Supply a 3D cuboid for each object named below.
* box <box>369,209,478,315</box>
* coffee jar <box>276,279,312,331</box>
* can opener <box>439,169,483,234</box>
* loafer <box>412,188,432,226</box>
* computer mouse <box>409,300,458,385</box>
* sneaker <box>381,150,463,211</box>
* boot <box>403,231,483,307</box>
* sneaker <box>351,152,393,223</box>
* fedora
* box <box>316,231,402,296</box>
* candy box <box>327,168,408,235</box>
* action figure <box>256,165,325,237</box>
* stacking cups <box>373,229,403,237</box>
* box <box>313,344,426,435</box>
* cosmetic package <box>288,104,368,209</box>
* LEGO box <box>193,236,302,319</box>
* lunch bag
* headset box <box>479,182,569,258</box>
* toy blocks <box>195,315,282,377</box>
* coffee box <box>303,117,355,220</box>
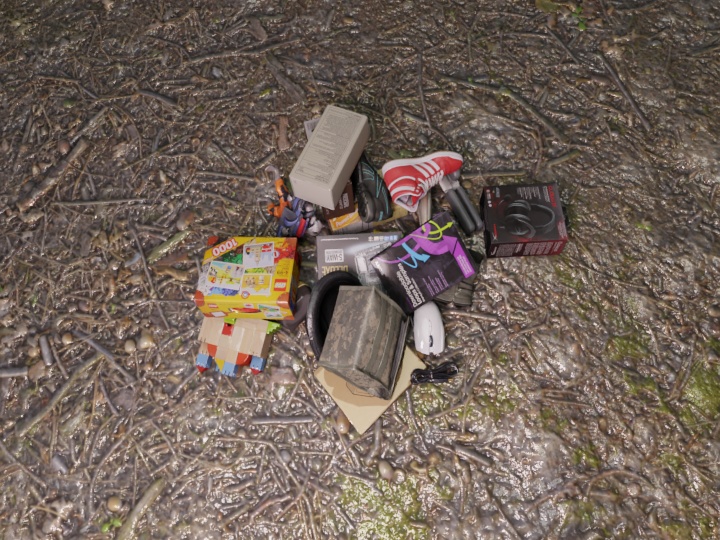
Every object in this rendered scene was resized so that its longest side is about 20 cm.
[{"bbox_3d":[0.134,-0.012,1.116,0.196,0.036,0.146,-32,94,7],"label":"box"},{"bbox_3d":[-0.183,0.033,1.169,0.104,0.086,0.200,-44,66,-3],"label":"coffee jar"},{"bbox_3d":[0.233,-0.185,1.259,0.051,0.067,0.206,-17,74,-20],"label":"can opener"},{"bbox_3d":[0.143,-0.168,1.262,0.060,0.073,0.206,-2,56,11],"label":"loafer"},{"bbox_3d":[0.146,0.140,1.122,0.105,0.044,0.207,-2,60,-7],"label":"computer mouse"},{"bbox_3d":[0.152,-0.202,1.197,0.192,0.072,0.116,-11,64,-6],"label":"sneaker"},{"bbox_3d":[0.171,0.001,1.156,0.193,0.068,0.135,20,86,-2],"label":"boot"},{"bbox_3d":[0.021,-0.198,1.228,0.076,0.076,0.207,-2,63,-23],"label":"sneaker"},{"bbox_3d":[-0.062,0.105,1.094,0.090,0.200,0.206,-3,57,46],"label":"fedora"},{"bbox_3d":[0.000,0.000,1.172,0.191,0.050,0.165,-2,90,2],"label":"box"},{"bbox_3d":[0.008,-0.164,1.272,0.193,0.056,0.119,-20,65,-4],"label":"candy box"},{"bbox_3d":[-0.153,-0.165,1.244,0.193,0.202,0.104,45,34,13],"label":"action figure"},{"bbox_3d":[0.123,-0.053,1.223,0.191,0.061,0.063,8,66,1],"label":"stacking cups"},{"bbox_3d":[0.022,0.217,1.121,0.198,0.021,0.164,-40,70,-14],"label":"box"},{"bbox_3d":[-0.063,-0.244,1.118,0.100,0.074,0.205,20,67,13],"label":"cosmetic package"},{"bbox_3d":[-0.227,0.015,1.087,0.191,0.078,0.154,1,61,6],"label":"LEGO box"},{"bbox_3d":[0.029,0.149,1.039,0.114,0.199,0.170,-1,62,39],"label":"lunch bag"},{"bbox_3d":[0.385,-0.117,1.219,0.191,0.078,0.155,-3,65,4],"label":"headset box"},{"bbox_3d":[-0.275,0.165,1.133,0.192,0.100,0.142,12,78,9],"label":"toy blocks"},{"bbox_3d":[-0.073,-0.240,1.222,0.077,0.115,0.207,-13,64,-2],"label":"coffee box"}]
